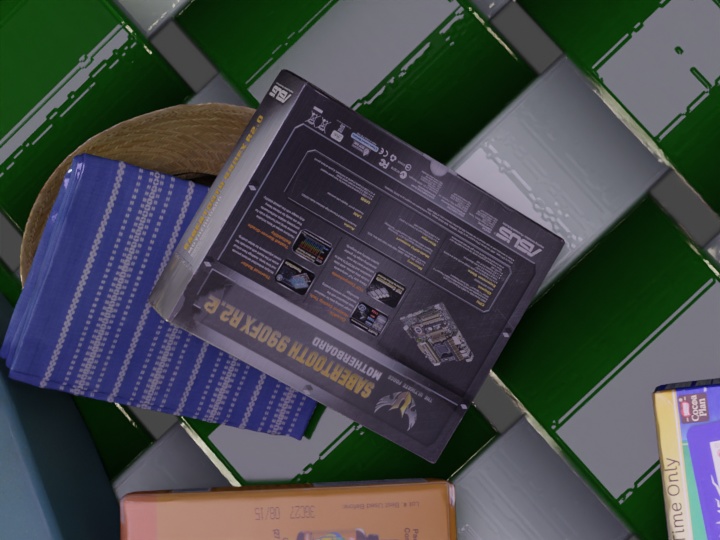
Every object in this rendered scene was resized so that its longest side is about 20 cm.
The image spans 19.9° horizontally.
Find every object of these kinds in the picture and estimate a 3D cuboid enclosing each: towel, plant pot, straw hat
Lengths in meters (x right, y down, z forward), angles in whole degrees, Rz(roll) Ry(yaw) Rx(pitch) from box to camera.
[{"bbox_3d":[-0.101,0.018,1.220,0.199,0.024,0.146,15,107,-24],"label":"towel"},{"bbox_3d":[-0.247,0.112,1.254,0.141,0.141,0.201,-23,76,8],"label":"plant pot"},{"bbox_3d":[-0.113,-0.027,1.253,0.200,0.085,0.202,-7,116,-14],"label":"straw hat"}]

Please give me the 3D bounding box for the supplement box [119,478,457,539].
[{"bbox_3d":[-0.043,0.161,1.225,0.198,0.069,0.067,-2,86,-1],"label":"supplement box"}]

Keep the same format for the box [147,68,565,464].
[{"bbox_3d":[0.000,0.000,1.204,0.199,0.048,0.159,29,94,-24],"label":"box"}]

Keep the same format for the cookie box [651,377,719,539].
[{"bbox_3d":[0.276,0.141,1.181,0.199,0.075,0.172,-7,86,11],"label":"cookie box"}]
